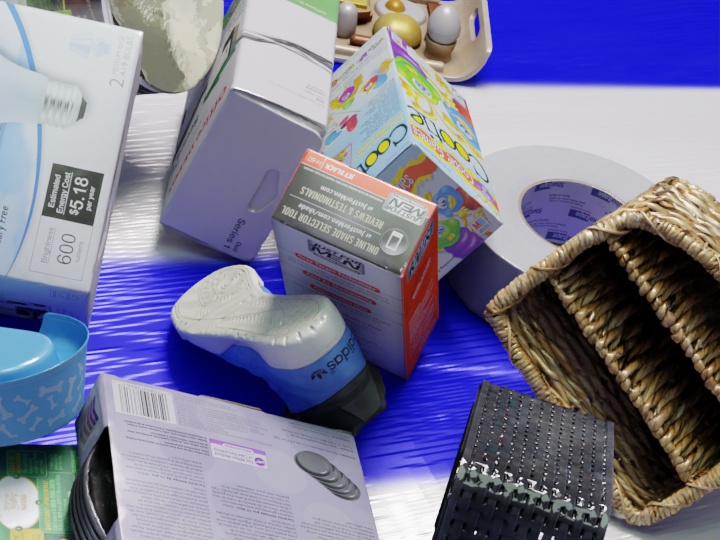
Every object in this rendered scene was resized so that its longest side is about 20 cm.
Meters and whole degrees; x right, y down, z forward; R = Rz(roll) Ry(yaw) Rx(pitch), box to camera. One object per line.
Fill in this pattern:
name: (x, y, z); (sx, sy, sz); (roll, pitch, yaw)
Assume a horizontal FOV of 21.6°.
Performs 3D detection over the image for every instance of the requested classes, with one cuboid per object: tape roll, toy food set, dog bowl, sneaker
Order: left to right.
dog bowl: (-0.262, 0.066, 1.217); (0.199, 0.050, 0.111); (6, 25, 29)
sneaker: (-0.056, 0.064, 1.339); (0.077, 0.112, 0.199); (-44, 28, -22)
toy food set: (0.022, -0.251, 1.778); (0.199, 0.061, 0.144); (10, 37, -8)
tape roll: (0.169, -0.017, 1.521); (0.199, 0.066, 0.201); (9, 38, -7)

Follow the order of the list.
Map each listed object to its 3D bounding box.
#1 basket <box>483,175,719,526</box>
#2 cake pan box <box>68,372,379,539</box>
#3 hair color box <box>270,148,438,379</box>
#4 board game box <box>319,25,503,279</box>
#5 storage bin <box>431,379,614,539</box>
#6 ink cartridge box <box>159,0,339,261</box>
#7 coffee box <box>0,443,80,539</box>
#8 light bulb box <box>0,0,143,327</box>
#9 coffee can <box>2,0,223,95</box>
basket: (0.216, 0.053, 1.328); (0.149, 0.143, 0.201); (-30, 86, -44)
cake pan box: (-0.081, 0.159, 1.178); (0.199, 0.052, 0.185); (16, 32, -26)
hair color box: (0.000, 0.000, 1.327); (0.101, 0.200, 0.061); (24, 71, 11)
board game box: (0.028, -0.085, 1.482); (0.103, 0.105, 0.200); (40, 21, -26)
storage bin: (0.091, 0.163, 1.156); (0.093, 0.136, 0.200); (17, 14, 3)
ink cartridge box: (-0.086, -0.128, 1.497); (0.084, 0.146, 0.201); (23, 34, -13)
coffee box: (-0.252, 0.159, 1.159); (0.199, 0.044, 0.123); (3, 38, -17)
light bulb box: (-0.269, -0.081, 1.327); (0.199, 0.125, 0.200); (11, 75, -6)
coffee can: (-0.230, -0.207, 1.491); (0.199, 0.147, 0.146); (-1, 27, 32)
